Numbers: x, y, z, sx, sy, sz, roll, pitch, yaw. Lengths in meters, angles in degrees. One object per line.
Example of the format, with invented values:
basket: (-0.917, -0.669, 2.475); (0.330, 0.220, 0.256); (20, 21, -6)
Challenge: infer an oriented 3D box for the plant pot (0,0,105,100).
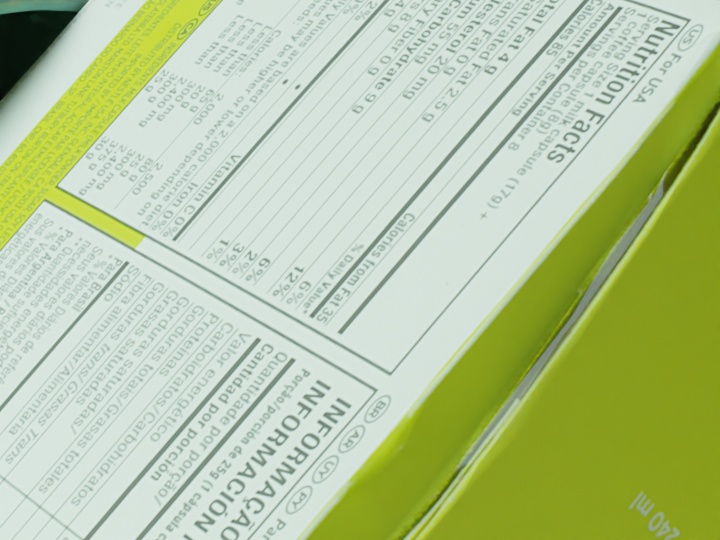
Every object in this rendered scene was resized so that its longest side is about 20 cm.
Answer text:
plant pot: (-0.154, -0.007, 0.717); (0.161, 0.201, 0.201); (34, 79, 33)

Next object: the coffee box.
coffee box: (0.011, 0.065, 0.609); (0.200, 0.200, 0.198); (-49, 33, -10)
